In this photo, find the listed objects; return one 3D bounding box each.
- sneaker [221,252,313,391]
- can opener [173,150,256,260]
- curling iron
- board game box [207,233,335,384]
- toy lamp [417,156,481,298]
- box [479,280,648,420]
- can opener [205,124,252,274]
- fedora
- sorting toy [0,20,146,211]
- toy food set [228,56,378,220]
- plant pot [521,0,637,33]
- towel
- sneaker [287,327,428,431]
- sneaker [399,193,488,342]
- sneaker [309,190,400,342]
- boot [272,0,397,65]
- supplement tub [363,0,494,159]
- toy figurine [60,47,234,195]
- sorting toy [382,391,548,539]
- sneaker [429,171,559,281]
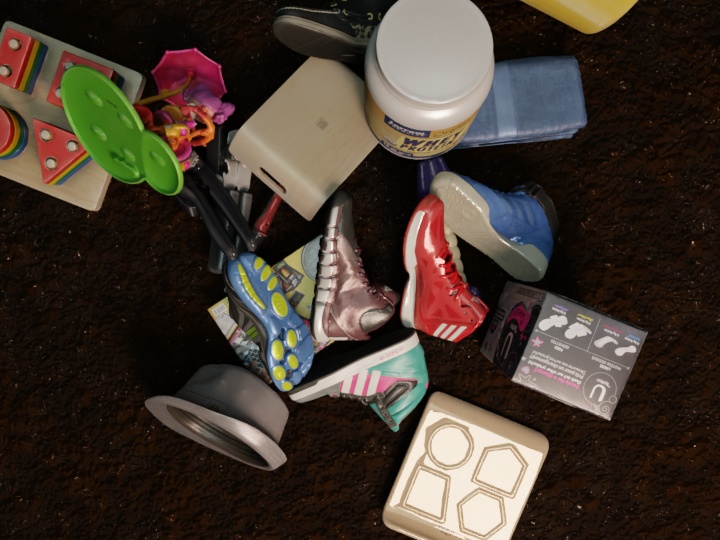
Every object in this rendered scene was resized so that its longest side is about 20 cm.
[{"bbox_3d":[-0.123,0.065,0.861,0.071,0.083,0.201,-32,110,-25],"label":"sneaker"},{"bbox_3d":[-0.192,-0.088,0.844,0.063,0.079,0.200,-36,58,-15],"label":"can opener"},{"bbox_3d":[-0.126,-0.054,0.892,0.049,0.026,0.201,35,82,-6],"label":"curling iron"},{"bbox_3d":[-0.091,0.054,0.910,0.199,0.035,0.136,-33,93,1],"label":"board game box"},{"bbox_3d":[0.119,-0.054,0.896,0.058,0.058,0.201,-16,95,0],"label":"toy lamp"},{"bbox_3d":[0.244,0.093,0.833,0.131,0.200,0.115,21,92,-1],"label":"box"},{"bbox_3d":[-0.180,-0.096,0.900,0.066,0.053,0.202,6,92,34],"label":"can opener"},{"bbox_3d":[-0.175,0.184,0.873,0.199,0.177,0.091,14,58,23],"label":"fedora"},{"bbox_3d":[-0.421,-0.208,0.874,0.199,0.070,0.200,21,93,-2],"label":"sorting toy"},{"bbox_3d":[-0.056,-0.186,0.878,0.143,0.060,0.200,41,75,-2],"label":"toy food set"},{"bbox_3d":[0.262,-0.408,0.820,0.188,0.201,0.202,30,93,-18],"label":"plant pot"},{"bbox_3d":[0.199,-0.229,0.891,0.198,0.049,0.113,-6,89,1],"label":"towel"},{"bbox_3d":[0.008,0.168,0.898,0.199,0.084,0.121,-24,100,15],"label":"sneaker"},{"bbox_3d":[0.118,0.004,0.837,0.115,0.078,0.201,21,132,26],"label":"sneaker"},{"bbox_3d":[0.000,0.000,0.862,0.115,0.076,0.201,7,103,-7],"label":"sneaker"},{"bbox_3d":[-0.023,-0.354,0.839,0.203,0.073,0.155,-1,90,-37],"label":"boot"},{"bbox_3d":[0.075,-0.221,0.765,0.143,0.200,0.146,0,85,0],"label":"supplement tub"},{"bbox_3d":[-0.234,-0.206,0.827,0.199,0.151,0.184,34,51,15],"label":"toy figurine"},{"bbox_3d":[0.148,0.294,0.930,0.184,0.036,0.201,22,88,-2],"label":"sorting toy"},{"bbox_3d":[0.183,-0.086,0.864,0.200,0.077,0.112,37,62,-15],"label":"sneaker"}]
